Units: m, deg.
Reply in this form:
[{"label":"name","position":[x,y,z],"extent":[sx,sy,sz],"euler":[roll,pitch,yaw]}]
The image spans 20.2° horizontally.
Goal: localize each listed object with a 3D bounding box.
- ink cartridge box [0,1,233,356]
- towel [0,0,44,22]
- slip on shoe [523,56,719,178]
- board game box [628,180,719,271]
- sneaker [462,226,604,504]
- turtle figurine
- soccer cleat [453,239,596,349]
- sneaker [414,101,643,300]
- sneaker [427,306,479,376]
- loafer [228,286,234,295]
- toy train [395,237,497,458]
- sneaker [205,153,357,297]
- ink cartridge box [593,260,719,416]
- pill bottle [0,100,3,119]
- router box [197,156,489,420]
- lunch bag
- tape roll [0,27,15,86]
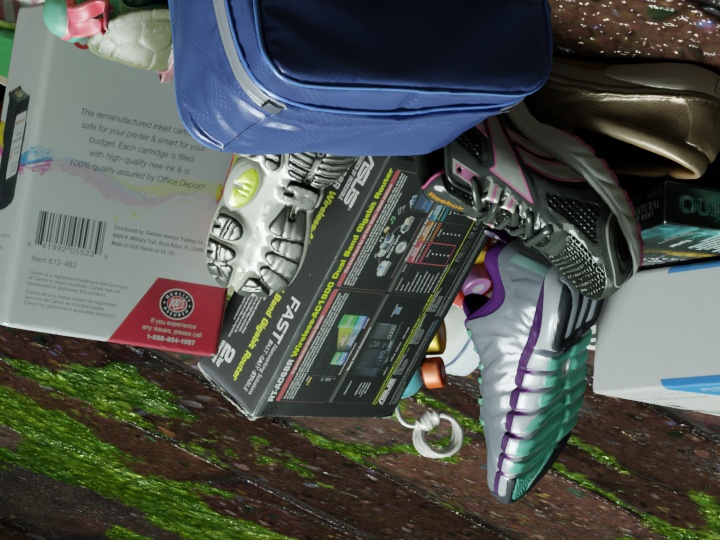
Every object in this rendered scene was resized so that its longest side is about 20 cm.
[{"label":"ink cartridge box","position":[-0.152,-0.057,1.272],"extent":[0.145,0.202,0.083],"euler":[10,179,-26]},{"label":"towel","position":[-0.236,-0.199,1.310],"extent":[0.198,0.030,0.147],"euler":[14,158,13]},{"label":"slip on shoe","position":[0.130,-0.088,1.237],"extent":[0.199,0.061,0.076],"euler":[6,156,30]},{"label":"board game box","position":[0.211,-0.018,1.311],"extent":[0.134,0.028,0.200],"euler":[7,170,-18]},{"label":"sneaker","position":[0.104,0.062,1.367],"extent":[0.087,0.074,0.201],"euler":[32,128,28]},{"label":"turtle figurine","position":[-0.110,-0.159,1.160],"extent":[0.198,0.102,0.150],"euler":[3,171,-24]},{"label":"soccer cleat","position":[0.149,0.023,1.490],"extent":[0.198,0.069,0.085],"euler":[7,152,17]},{"label":"sneaker","position":[0.078,-0.055,1.204],"extent":[0.200,0.086,0.080],"euler":[48,151,5]},{"label":"sneaker","position":[0.051,0.045,1.613],"extent":[0.070,0.074,0.200],"euler":[22,159,-18]},{"label":"loafer","position":[-0.137,-0.023,1.576],"extent":[0.199,0.068,0.076],"euler":[26,-167,-21]},{"label":"toy train","position":[0.075,0.024,1.421],"extent":[0.150,0.200,0.056],"euler":[35,169,31]},{"label":"sneaker","position":[-0.042,-0.081,1.201],"extent":[0.077,0.085,0.201],"euler":[23,120,-14]},{"label":"ink cartridge box","position":[0.277,0.053,1.356],"extent":[0.199,0.085,0.146],"euler":[12,166,-34]},{"label":"pill bottle","position":[-0.307,-0.084,1.537],"extent":[0.111,0.113,0.200],"euler":[9,158,23]},{"label":"router box","position":[0.000,0.000,1.315],"extent":[0.062,0.201,0.149],"euler":[38,-161,32]},{"label":"lunch bag","position":[0.009,-0.139,1.062],"extent":[0.199,0.137,0.132],"euler":[-3,170,-26]},{"label":"tape roll","position":[-0.258,-0.065,1.384],"extent":[0.199,0.202,0.048],"euler":[13,-169,15]}]
